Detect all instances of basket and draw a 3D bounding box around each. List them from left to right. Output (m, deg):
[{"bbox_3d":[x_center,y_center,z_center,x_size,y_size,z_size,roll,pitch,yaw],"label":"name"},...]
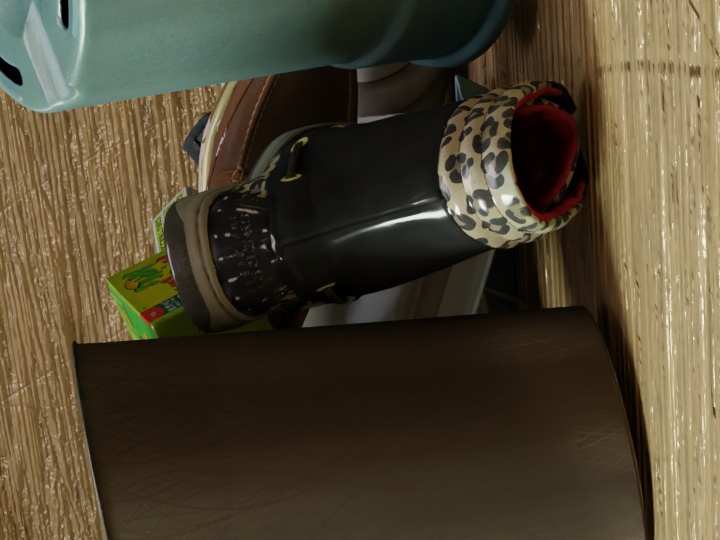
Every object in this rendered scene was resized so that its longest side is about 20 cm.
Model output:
[{"bbox_3d":[0.002,0.087,1.048,0.136,0.199,0.181,-107,6,-51],"label":"basket"}]

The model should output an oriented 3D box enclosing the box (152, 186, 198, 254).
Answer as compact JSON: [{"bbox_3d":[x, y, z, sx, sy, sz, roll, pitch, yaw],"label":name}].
[{"bbox_3d":[-0.023,0.036,1.526,0.035,0.200,0.110,-44,39,29],"label":"box"}]

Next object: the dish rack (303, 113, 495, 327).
[{"bbox_3d":[0.000,0.000,1.273,0.200,0.043,0.172,5,76,67],"label":"dish rack"}]

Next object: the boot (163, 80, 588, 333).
[{"bbox_3d":[0.026,-0.033,1.089,0.204,0.153,0.074,-30,-77,-65],"label":"boot"}]

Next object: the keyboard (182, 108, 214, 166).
[{"bbox_3d":[-0.025,0.003,1.433,0.200,0.021,0.127,49,158,2],"label":"keyboard"}]

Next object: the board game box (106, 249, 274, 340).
[{"bbox_3d":[-0.041,0.091,1.175,0.200,0.048,0.102,66,169,-17],"label":"board game box"}]

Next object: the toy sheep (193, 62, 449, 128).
[{"bbox_3d":[-0.016,-0.114,1.427,0.200,0.137,0.138,128,135,-72],"label":"toy sheep"}]

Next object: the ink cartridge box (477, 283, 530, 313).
[{"bbox_3d":[0.028,0.132,1.244,0.174,0.043,0.200,-41,44,34],"label":"ink cartridge box"}]

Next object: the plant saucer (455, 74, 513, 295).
[{"bbox_3d":[0.063,0.000,1.338,0.070,0.019,0.200,-102,7,-47],"label":"plant saucer"}]

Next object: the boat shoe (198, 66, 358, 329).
[{"bbox_3d":[-0.040,-0.016,1.239,0.068,0.072,0.201,36,111,60],"label":"boat shoe"}]

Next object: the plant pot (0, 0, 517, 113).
[{"bbox_3d":[-0.063,-0.160,1.117,0.200,0.196,0.201,37,136,47],"label":"plant pot"}]
